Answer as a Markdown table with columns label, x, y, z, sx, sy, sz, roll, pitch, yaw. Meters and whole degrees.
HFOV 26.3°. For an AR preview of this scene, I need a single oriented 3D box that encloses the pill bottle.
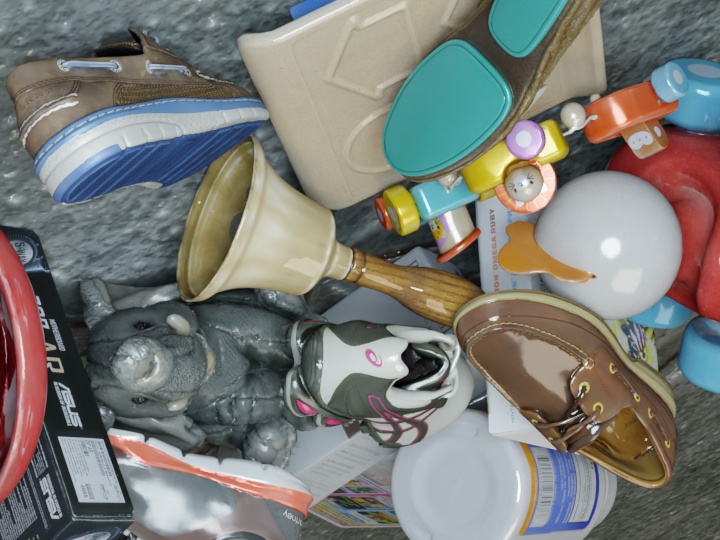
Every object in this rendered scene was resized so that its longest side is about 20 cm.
| label | x | y | z | sx | sy | sz | roll | pitch | yaw |
| --- | --- | --- | --- | --- | --- | --- | --- | --- | --- |
| pill bottle | 0.118 | 0.161 | 1.164 | 0.112 | 0.112 | 0.200 | -39 | 156 | 22 |

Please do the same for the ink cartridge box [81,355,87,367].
| label | x | y | z | sx | sy | sz | roll | pitch | yaw |
| --- | --- | --- | --- | --- | --- | --- | --- | --- | --- |
| ink cartridge box | -0.184 | 0.161 | 1.013 | 0.117 | 0.201 | 0.067 | -15 | 149 | -21 |

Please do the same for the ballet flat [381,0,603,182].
| label | x | y | z | sx | sy | sz | roll | pitch | yaw |
| --- | --- | --- | --- | --- | --- | --- | --- | --- | --- |
| ballet flat | 0.085 | -0.123 | 0.835 | 0.072 | 0.068 | 0.200 | -21 | 154 | -44 |

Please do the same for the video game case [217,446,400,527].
| label | x | y | z | sx | sy | sz | roll | pitch | yaw |
| --- | --- | --- | --- | --- | --- | --- | --- | --- | --- |
| video game case | 0.011 | 0.176 | 1.268 | 0.181 | 0.024 | 0.200 | -6 | 154 | 31 |

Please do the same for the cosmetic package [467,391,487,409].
| label | x | y | z | sx | sy | sz | roll | pitch | yaw |
| --- | --- | --- | --- | --- | --- | --- | --- | --- | --- |
| cosmetic package | 0.095 | 0.118 | 1.291 | 0.101 | 0.074 | 0.200 | -25 | 153 | 2 |

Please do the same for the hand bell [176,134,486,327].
| label | x | y | z | sx | sy | sz | roll | pitch | yaw |
| --- | --- | --- | --- | --- | --- | --- | --- | --- | --- |
| hand bell | 0.000 | 0.000 | 0.929 | 0.199 | 0.104 | 0.104 | 21 | 131 | -24 |

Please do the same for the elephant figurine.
| label | x | y | z | sx | sy | sz | roll | pitch | yaw |
| --- | --- | --- | --- | --- | --- | --- | --- | --- | --- |
| elephant figurine | -0.122 | 0.054 | 0.957 | 0.199 | 0.142 | 0.155 | 6 | 135 | -45 |

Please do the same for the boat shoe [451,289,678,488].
| label | x | y | z | sx | sy | sz | roll | pitch | yaw |
| --- | --- | --- | --- | --- | --- | --- | --- | --- | --- |
| boat shoe | 0.137 | 0.076 | 0.965 | 0.072 | 0.068 | 0.200 | -34 | 131 | 29 |

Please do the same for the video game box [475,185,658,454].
| label | x | y | z | sx | sy | sz | roll | pitch | yaw |
| --- | --- | --- | --- | --- | --- | --- | --- | --- | --- |
| video game box | 0.153 | 0.038 | 1.110 | 0.047 | 0.183 | 0.200 | -10 | 163 | 34 |

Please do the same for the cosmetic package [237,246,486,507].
| label | x | y | z | sx | sy | sz | roll | pitch | yaw |
| --- | --- | --- | --- | --- | --- | --- | --- | --- | --- |
| cosmetic package | 0.000 | 0.082 | 1.139 | 0.200 | 0.102 | 0.074 | -37 | 151 | 16 |

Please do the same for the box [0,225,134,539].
| label | x | y | z | sx | sy | sz | roll | pitch | yaw |
| --- | --- | --- | --- | --- | --- | --- | --- | --- | --- |
| box | -0.218 | 0.099 | 0.886 | 0.043 | 0.201 | 0.160 | 10 | 135 | -46 |

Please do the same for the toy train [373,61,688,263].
| label | x | y | z | sx | sy | sz | roll | pitch | yaw |
| --- | --- | --- | --- | --- | --- | --- | --- | --- | --- |
| toy train | 0.106 | -0.059 | 0.952 | 0.200 | 0.056 | 0.150 | -26 | 177 | 39 |

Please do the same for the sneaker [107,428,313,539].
| label | x | y | z | sx | sy | sz | roll | pitch | yaw |
| --- | --- | --- | --- | --- | --- | --- | --- | --- | --- |
| sneaker | -0.130 | 0.148 | 0.927 | 0.199 | 0.082 | 0.077 | 10 | 158 | -3 |

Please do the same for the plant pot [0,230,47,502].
| label | x | y | z | sx | sy | sz | roll | pitch | yaw |
| --- | --- | --- | --- | --- | --- | --- | --- | --- | --- |
| plant pot | -0.270 | 0.046 | 0.770 | 0.182 | 0.201 | 0.201 | -7 | 147 | -45 |

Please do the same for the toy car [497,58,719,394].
| label | x | y | z | sx | sy | sz | roll | pitch | yaw |
| --- | --- | --- | --- | --- | --- | --- | --- | --- | --- |
| toy car | 0.173 | -0.027 | 1.007 | 0.199 | 0.177 | 0.185 | -4 | 119 | -23 |

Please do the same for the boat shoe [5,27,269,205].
| label | x | y | z | sx | sy | sz | roll | pitch | yaw |
| --- | --- | --- | --- | --- | --- | --- | --- | --- | --- |
| boat shoe | -0.110 | -0.088 | 0.795 | 0.072 | 0.073 | 0.200 | -34 | 176 | 19 |

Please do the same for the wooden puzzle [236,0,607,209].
| label | x | y | z | sx | sy | sz | roll | pitch | yaw |
| --- | --- | --- | --- | --- | --- | --- | --- | --- | --- |
| wooden puzzle | 0.039 | -0.127 | 0.896 | 0.199 | 0.046 | 0.185 | -22 | 151 | 1 |

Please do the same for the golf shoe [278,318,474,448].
| label | x | y | z | sx | sy | sz | roll | pitch | yaw |
| --- | --- | --- | --- | --- | --- | --- | --- | --- | --- |
| golf shoe | 0.033 | 0.072 | 0.972 | 0.088 | 0.078 | 0.200 | -7 | 170 | 31 |
